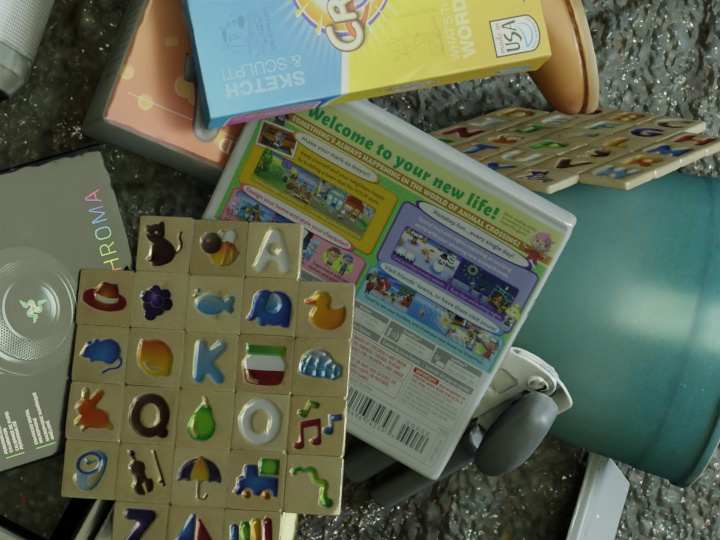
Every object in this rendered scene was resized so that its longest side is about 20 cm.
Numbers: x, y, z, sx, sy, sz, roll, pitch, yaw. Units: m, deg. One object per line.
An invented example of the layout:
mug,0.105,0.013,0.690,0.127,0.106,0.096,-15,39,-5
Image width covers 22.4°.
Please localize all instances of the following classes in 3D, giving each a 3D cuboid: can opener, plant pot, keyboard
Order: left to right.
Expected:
can opener,0.053,0.109,1.134,0.053,0.200,0.067,41,47,-12
keyboard,0.142,0.214,1.204,0.056,0.011,0.201,55,46,-44
plant pot,0.142,0.017,1.168,0.186,0.200,0.202,15,86,-1

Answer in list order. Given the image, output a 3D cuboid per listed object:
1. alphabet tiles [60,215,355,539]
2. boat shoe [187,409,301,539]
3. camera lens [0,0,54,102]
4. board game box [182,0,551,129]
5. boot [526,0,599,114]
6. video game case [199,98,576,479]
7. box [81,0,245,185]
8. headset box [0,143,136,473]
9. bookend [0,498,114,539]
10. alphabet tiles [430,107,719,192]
alphabet tiles,-0.088,0.069,1.053,0.165,0.006,0.202,2,80,8
boat shoe,-0.082,0.174,1.065,0.065,0.072,0.203,9,92,-22
camera lens,-0.247,-0.209,1.069,0.159,0.160,0.202,20,85,-15
board game box,-0.004,-0.173,1.027,0.198,0.040,0.155,-12,88,-8
boot,0.043,-0.153,1.084,0.155,0.077,0.201,-31,100,-13
video game case,0.000,0.000,1.076,0.199,0.022,0.183,29,109,6
box,-0.067,-0.155,1.147,0.151,0.106,0.202,21,84,-15
headset box,-0.234,0.034,1.107,0.198,0.093,0.176,-16,94,-14
bookend,-0.187,0.172,1.120,0.198,0.092,0.201,31,81,-13
alphabet tiles,0.129,-0.080,1.151,0.199,0.165,0.006,-22,117,-49
